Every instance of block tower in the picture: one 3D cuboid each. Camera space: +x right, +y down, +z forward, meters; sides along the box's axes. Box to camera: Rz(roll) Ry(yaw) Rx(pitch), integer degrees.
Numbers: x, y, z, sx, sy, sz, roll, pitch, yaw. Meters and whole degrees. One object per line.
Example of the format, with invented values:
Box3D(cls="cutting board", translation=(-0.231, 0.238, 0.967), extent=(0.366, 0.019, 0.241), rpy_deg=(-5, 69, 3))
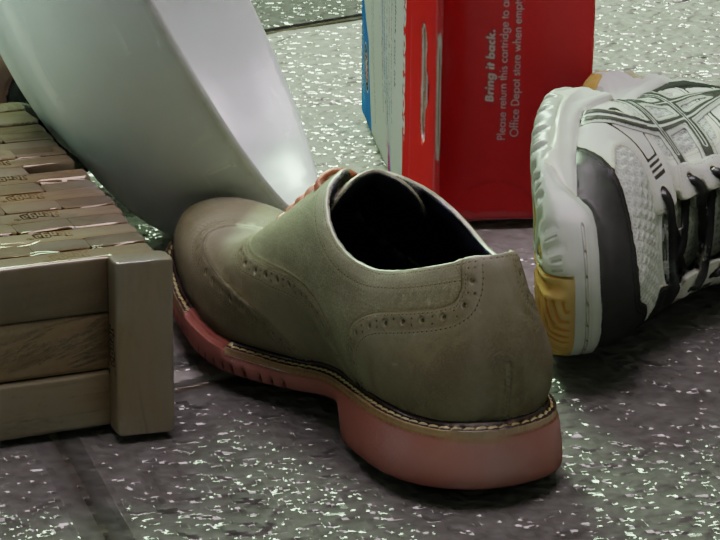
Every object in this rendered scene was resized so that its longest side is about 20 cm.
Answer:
Box3D(cls="block tower", translation=(-0.111, -0.004, 0.942), extent=(0.057, 0.054, 0.200), rpy_deg=(-7, 18, -19))

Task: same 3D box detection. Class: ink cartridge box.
Box3D(cls="ink cartridge box", translation=(0.043, -0.089, 1.105), extent=(0.067, 0.117, 0.200), rpy_deg=(-2, 18, -6))

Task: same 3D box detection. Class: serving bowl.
Box3D(cls="serving bowl", translation=(-0.087, -0.091, 1.032), extent=(0.066, 0.201, 0.200), rpy_deg=(-27, 16, 8))

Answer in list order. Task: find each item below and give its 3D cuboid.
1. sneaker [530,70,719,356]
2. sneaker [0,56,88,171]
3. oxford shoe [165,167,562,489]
Box3D(cls="sneaker", translation=(0.105, -0.026, 0.974), extent=(0.087, 0.076, 0.200), rpy_deg=(4, 19, 13))
Box3D(cls="sneaker", translation=(-0.160, -0.050, 1.058), extent=(0.082, 0.078, 0.199), rpy_deg=(24, 29, 39))
Box3D(cls="oxford shoe", translation=(0.000, 0.000, 0.893), extent=(0.070, 0.074, 0.200), rpy_deg=(-10, 20, -30))
